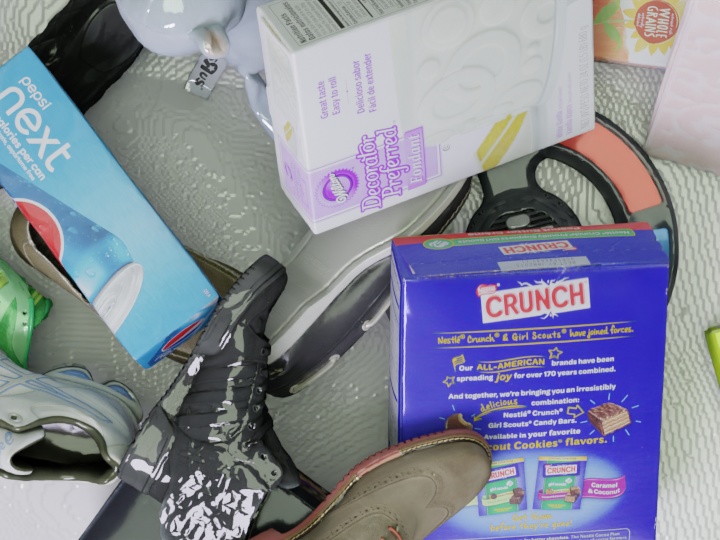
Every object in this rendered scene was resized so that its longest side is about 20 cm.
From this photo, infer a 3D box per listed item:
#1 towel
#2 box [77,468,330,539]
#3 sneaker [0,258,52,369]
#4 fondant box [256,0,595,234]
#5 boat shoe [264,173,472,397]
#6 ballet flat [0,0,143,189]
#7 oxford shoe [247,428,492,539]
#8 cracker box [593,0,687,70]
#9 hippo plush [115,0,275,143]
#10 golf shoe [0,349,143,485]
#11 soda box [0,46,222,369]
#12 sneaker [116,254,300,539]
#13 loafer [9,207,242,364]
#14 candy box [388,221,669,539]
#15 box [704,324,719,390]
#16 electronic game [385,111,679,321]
[{"bbox_3d":[0.287,-0.106,1.563,0.200,0.191,0.032,15,61,3],"label":"towel"},{"bbox_3d":[-0.067,0.188,1.624,0.200,0.106,0.122,36,93,2],"label":"box"},{"bbox_3d":[-0.246,0.016,1.649,0.083,0.074,0.200,-17,102,0],"label":"sneaker"},{"bbox_3d":[0.044,-0.122,1.542,0.200,0.058,0.144,-20,134,-15],"label":"fondant box"},{"bbox_3d":[0.000,0.000,1.609,0.200,0.060,0.074,-46,45,-6],"label":"boat shoe"},{"bbox_3d":[-0.212,-0.115,1.660,0.200,0.057,0.066,-39,111,9],"label":"ballet flat"},{"bbox_3d":[0.003,0.171,1.516,0.200,0.075,0.070,-35,127,-3],"label":"oxford shoe"},{"bbox_3d":[0.249,-0.189,1.619,0.200,0.058,0.134,8,93,4],"label":"cracker box"},{"bbox_3d":[-0.104,-0.193,1.569,0.159,0.161,0.200,33,111,22],"label":"hippo plush"},{"bbox_3d":[-0.234,0.089,1.579,0.200,0.097,0.078,9,108,-9],"label":"golf shoe"},{"bbox_3d":[-0.170,-0.038,1.580,0.068,0.064,0.200,-37,83,-3],"label":"soda box"},{"bbox_3d":[-0.073,0.098,1.544,0.104,0.060,0.200,34,96,4],"label":"sneaker"},{"bbox_3d":[-0.142,0.011,1.642,0.200,0.067,0.076,24,93,2],"label":"loafer"},{"bbox_3d":[0.102,0.077,1.582,0.169,0.077,0.200,-3,114,-8],"label":"candy box"},{"bbox_3d":[0.307,0.118,1.630,0.122,0.048,0.200,-16,90,4],"label":"box"},{"bbox_3d":[0.107,-0.014,1.640,0.200,0.042,0.200,0,92,4],"label":"electronic game"}]
